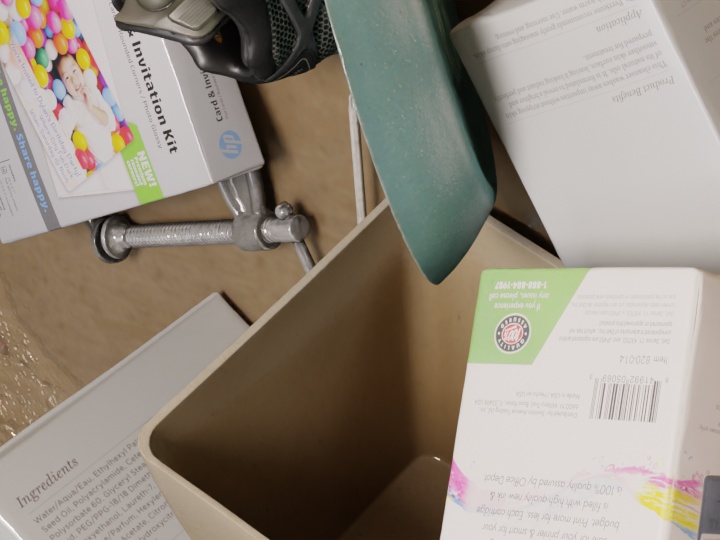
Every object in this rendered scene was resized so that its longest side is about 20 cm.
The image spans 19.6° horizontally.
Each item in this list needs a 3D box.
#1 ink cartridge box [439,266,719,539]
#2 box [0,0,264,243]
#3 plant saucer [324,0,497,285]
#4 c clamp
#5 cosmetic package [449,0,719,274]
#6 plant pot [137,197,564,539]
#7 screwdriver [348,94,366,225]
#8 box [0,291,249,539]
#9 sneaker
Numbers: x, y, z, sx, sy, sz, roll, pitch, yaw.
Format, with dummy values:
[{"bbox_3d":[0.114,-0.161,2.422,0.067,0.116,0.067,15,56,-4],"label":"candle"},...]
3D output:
[{"bbox_3d":[0.092,0.103,0.784,0.117,0.067,0.200,0,77,50],"label":"ink cartridge box"},{"bbox_3d":[-0.148,-0.105,1.096,0.200,0.041,0.156,-12,99,47],"label":"box"},{"bbox_3d":[0.021,-0.094,0.869,0.036,0.200,0.200,-15,111,9],"label":"plant saucer"},{"bbox_3d":[-0.104,-0.041,1.128,0.200,0.027,0.171,6,120,45],"label":"c clamp"},{"bbox_3d":[0.136,-0.037,0.843,0.113,0.081,0.200,-13,109,50],"label":"cosmetic package"},{"bbox_3d":[0.041,0.115,0.979,0.200,0.200,0.177,34,152,24],"label":"plant pot"},{"bbox_3d":[0.000,0.000,1.046,0.028,0.029,0.200,23,137,34],"label":"screwdriver"},{"bbox_3d":[-0.131,0.150,1.161,0.131,0.200,0.199,46,141,8],"label":"box"},{"bbox_3d":[-0.066,-0.174,0.924,0.076,0.114,0.200,5,119,42],"label":"sneaker"}]
